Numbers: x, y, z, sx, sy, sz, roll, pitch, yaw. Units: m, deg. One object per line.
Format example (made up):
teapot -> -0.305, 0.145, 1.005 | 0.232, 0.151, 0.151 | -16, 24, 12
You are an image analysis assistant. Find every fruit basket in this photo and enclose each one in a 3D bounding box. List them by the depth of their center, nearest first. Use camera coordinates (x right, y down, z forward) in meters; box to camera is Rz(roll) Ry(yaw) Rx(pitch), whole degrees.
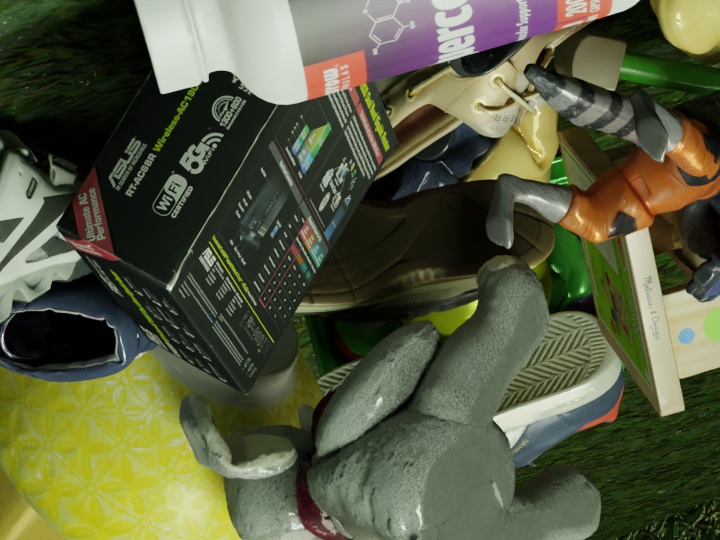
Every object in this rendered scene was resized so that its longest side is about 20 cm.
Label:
fruit basket -> 0.062, 0.005, 1.769 | 0.215, 0.156, 0.216 | -10, 142, -8

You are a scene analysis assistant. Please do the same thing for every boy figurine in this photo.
boy figurine -> 0.201, -0.134, 1.489 | 0.124, 0.064, 0.200 | 8, -179, 41
boy figurine -> 0.060, -0.066, 1.618 | 0.124, 0.064, 0.200 | -41, 162, 20

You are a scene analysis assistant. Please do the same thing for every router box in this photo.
router box -> -0.056, -0.042, 1.358 | 0.150, 0.062, 0.200 | -59, 165, -10

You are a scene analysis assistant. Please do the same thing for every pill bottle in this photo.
pill bottle -> 0.007, -0.132, 1.160 | 0.200, 0.113, 0.112 | -16, 167, -3

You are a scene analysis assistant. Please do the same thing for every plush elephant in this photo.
plush elephant -> 0.002, 0.103, 1.491 | 0.155, 0.165, 0.200 | 9, -137, 42

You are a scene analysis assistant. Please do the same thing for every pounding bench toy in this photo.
pounding bench toy -> 0.198, -0.053, 1.571 | 0.156, 0.200, 0.124 | -16, -158, -5

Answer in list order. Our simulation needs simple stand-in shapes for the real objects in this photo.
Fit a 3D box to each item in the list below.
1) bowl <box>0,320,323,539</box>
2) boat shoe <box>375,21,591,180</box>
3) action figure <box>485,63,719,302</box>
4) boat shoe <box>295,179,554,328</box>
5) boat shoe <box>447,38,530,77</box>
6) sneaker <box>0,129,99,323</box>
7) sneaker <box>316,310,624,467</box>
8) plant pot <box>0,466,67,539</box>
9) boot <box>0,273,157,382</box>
bowl -> -0.091, 0.063, 1.582 | 0.200, 0.200, 0.108 | -5, 139, -43
boat shoe -> 0.058, -0.098, 1.468 | 0.200, 0.069, 0.074 | -26, 165, 37
action figure -> 0.178, -0.071, 1.422 | 0.193, 0.105, 0.200 | -6, 148, -44
boat shoe -> 0.000, 0.000, 1.508 | 0.200, 0.073, 0.065 | -3, 149, -17
boat shoe -> 0.085, -0.142, 1.322 | 0.070, 0.066, 0.200 | -8, 165, -33
sneaker -> -0.167, -0.037, 1.444 | 0.074, 0.089, 0.200 | 5, -159, 23
sneaker -> 0.057, 0.087, 1.695 | 0.200, 0.075, 0.085 | -13, 147, 8
plant pot -> -0.190, 0.098, 1.739 | 0.195, 0.194, 0.200 | -7, 158, -38
boot -> -0.187, 0.016, 1.503 | 0.200, 0.073, 0.090 | -1, -164, 23
